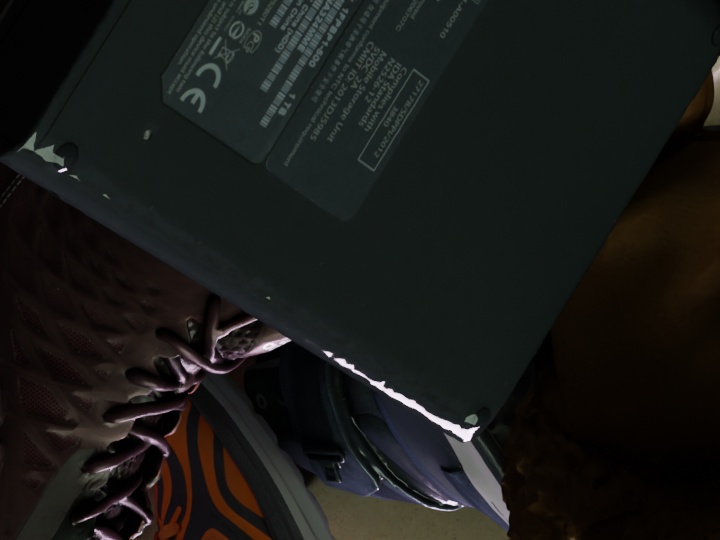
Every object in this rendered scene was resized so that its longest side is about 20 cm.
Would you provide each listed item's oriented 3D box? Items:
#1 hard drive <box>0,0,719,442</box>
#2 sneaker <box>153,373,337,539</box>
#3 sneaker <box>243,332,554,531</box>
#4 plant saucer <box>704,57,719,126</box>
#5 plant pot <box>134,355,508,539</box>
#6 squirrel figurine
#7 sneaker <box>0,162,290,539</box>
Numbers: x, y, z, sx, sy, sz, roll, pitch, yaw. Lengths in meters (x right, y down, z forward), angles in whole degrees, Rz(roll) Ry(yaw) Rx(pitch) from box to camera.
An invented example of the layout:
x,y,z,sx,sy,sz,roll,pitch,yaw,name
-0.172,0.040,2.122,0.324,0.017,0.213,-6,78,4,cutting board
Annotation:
x,y,z,sx,sy,sz,roll,pitch,yaw,name
0.006,-0.050,0.690,0.200,0.033,0.140,34,87,-49,hard drive
-0.054,0.122,0.921,0.112,0.200,0.078,-29,160,-6,sneaker
-0.001,0.001,0.901,0.077,0.202,0.146,-39,-153,-22,sneaker
0.079,-0.056,0.996,0.200,0.031,0.200,-24,163,-8,plant saucer
-0.013,0.082,1.052,0.200,0.200,0.134,-28,141,9,plant pot
0.143,0.048,0.792,0.200,0.187,0.142,-61,150,-1,squirrel figurine
-0.057,0.037,0.754,0.115,0.200,0.076,-3,179,11,sneaker
